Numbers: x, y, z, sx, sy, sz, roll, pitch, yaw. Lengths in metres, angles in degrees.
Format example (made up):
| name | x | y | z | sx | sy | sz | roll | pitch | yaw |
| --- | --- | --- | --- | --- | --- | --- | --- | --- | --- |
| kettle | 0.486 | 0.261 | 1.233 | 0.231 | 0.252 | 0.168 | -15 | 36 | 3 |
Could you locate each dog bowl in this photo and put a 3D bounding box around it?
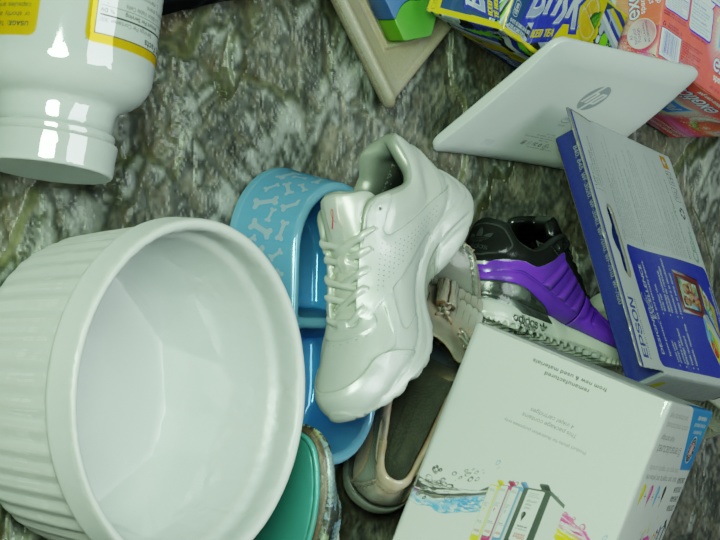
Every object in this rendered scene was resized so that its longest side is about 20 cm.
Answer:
| name | x | y | z | sx | sy | sz | roll | pitch | yaw |
| --- | --- | --- | --- | --- | --- | --- | --- | --- | --- |
| dog bowl | -0.033 | 0.034 | 1.509 | 0.111 | 0.049 | 0.201 | 3 | 88 | -53 |

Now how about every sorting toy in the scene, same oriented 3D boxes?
| name | x | y | z | sx | sy | sz | roll | pitch | yaw |
| --- | --- | --- | --- | --- | --- | --- | --- | --- | --- |
| sorting toy | 0.032 | -0.240 | 1.602 | 0.200 | 0.036 | 0.185 | -56 | 132 | -36 |

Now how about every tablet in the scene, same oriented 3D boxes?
| name | x | y | z | sx | sy | sz | roll | pitch | yaw |
| --- | --- | --- | --- | --- | --- | --- | --- | --- | --- |
| tablet | 0.151 | -0.117 | 1.702 | 0.200 | 0.130 | 0.014 | 3 | 53 | -53 |

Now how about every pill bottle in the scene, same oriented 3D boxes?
| name | x | y | z | sx | sy | sz | roll | pitch | yaw |
| --- | --- | --- | --- | --- | --- | --- | --- | --- | --- |
| pill bottle | -0.160 | -0.152 | 1.291 | 0.104 | 0.104 | 0.201 | 17 | 77 | -52 |

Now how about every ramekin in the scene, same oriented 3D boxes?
| name | x | y | z | sx | sy | sz | roll | pitch | yaw |
| --- | --- | --- | --- | --- | --- | --- | --- | --- | --- |
| ramekin | -0.131 | 0.069 | 1.332 | 0.200 | 0.105 | 0.201 | -2 | 93 | -53 |

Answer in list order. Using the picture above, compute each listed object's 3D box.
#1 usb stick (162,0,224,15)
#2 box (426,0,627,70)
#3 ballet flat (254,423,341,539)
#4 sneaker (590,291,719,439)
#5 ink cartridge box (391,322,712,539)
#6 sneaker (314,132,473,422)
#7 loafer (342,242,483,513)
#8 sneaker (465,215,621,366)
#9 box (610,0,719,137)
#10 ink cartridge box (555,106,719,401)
| name | x | y | z | sx | sy | sz | roll | pitch | yaw |
| --- | --- | --- | --- | --- | --- | --- | --- | --- | --- |
| usb stick | -0.070 | -0.186 | 1.436 | 0.200 | 0.055 | 0.033 | -18 | 83 | -45 |
| box | 0.121 | -0.182 | 1.660 | 0.200 | 0.064 | 0.070 | 22 | 86 | -64 |
| ballet flat | -0.047 | 0.194 | 1.473 | 0.074 | 0.074 | 0.201 | 11 | 95 | -53 |
| sneaker | 0.238 | 0.054 | 1.865 | 0.200 | 0.075 | 0.085 | 45 | 41 | -42 |
| ink cartridge box | 0.124 | 0.158 | 1.575 | 0.201 | 0.144 | 0.147 | -68 | 160 | 1 |
| sneaker | 0.000 | 0.000 | 1.463 | 0.099 | 0.078 | 0.200 | 46 | 46 | -35 |
| loafer | 0.045 | 0.067 | 1.583 | 0.072 | 0.063 | 0.201 | 21 | 71 | -10 |
| sneaker | 0.139 | 0.011 | 1.722 | 0.200 | 0.069 | 0.100 | 23 | 70 | -52 |
| box | 0.245 | -0.180 | 1.839 | 0.200 | 0.094 | 0.103 | 22 | 73 | -52 |
| ink cartridge box | 0.201 | -0.007 | 1.721 | 0.200 | 0.047 | 0.198 | 13 | 59 | -58 |
